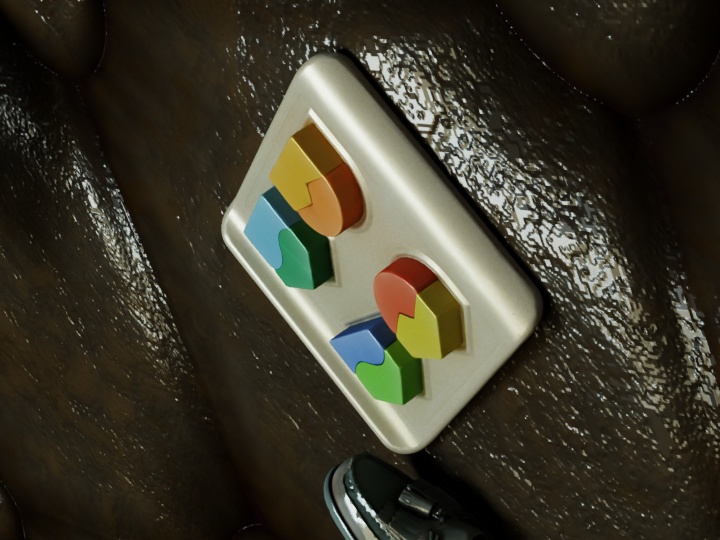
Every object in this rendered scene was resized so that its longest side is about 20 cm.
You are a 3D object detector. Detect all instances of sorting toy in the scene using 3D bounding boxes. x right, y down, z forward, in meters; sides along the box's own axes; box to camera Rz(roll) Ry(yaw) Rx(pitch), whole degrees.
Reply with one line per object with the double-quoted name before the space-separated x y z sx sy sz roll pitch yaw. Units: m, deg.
"sorting toy" 0.000 0.000 1.126 0.185 0.036 0.200 51 149 9

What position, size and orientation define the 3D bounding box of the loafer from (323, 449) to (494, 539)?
"loafer" 0.066 0.173 1.182 0.200 0.072 0.063 46 129 4
